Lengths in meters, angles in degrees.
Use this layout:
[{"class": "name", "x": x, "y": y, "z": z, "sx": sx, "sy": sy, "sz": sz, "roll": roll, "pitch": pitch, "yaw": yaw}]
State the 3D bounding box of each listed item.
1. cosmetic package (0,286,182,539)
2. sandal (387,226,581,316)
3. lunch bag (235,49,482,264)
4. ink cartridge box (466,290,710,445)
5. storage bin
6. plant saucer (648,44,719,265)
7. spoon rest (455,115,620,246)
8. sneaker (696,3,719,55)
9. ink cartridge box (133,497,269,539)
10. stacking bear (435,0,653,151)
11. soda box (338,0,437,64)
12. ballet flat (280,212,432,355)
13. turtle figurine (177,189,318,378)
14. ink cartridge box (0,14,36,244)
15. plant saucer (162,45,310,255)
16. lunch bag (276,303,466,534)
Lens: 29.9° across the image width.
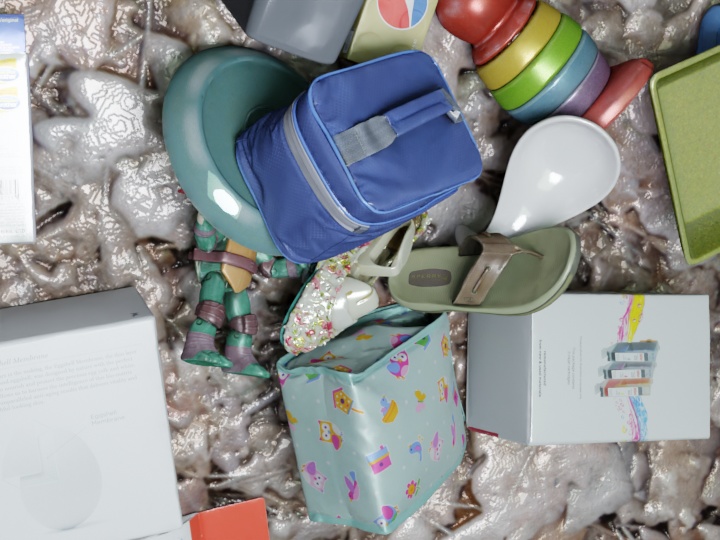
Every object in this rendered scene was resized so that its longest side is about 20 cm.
[{"class": "cosmetic package", "x": -0.276, "y": 0.136, "z": 1.196, "sx": 0.198, "sy": 0.123, "sz": 0.201, "roll": -9, "pitch": 107, "yaw": -16}, {"class": "sandal", "x": 0.107, "y": 0.001, "z": 1.242, "sx": 0.057, "sy": 0.200, "sz": 0.080, "roll": 37, "pitch": 51, "yaw": -51}, {"class": "lunch bag", "x": 0.012, "y": -0.103, "z": 1.158, "sx": 0.200, "sy": 0.132, "sz": 0.136, "roll": -27, "pitch": 90, "yaw": -45}, {"class": "ink cartridge box", "x": 0.224, "y": 0.093, "z": 1.331, "sx": 0.199, "sy": 0.145, "sz": 0.145, "roll": 2, "pitch": 88, "yaw": -20}, {"class": "storage bin", "x": -0.044, "y": -0.263, "z": 1.150, "sx": 0.145, "sy": 0.200, "sz": 0.135, "roll": 16, "pitch": 109, "yaw": -21}, {"class": "plant saucer", "x": 0.368, "y": -0.135, "z": 1.317, "sx": 0.199, "sy": 0.048, "sz": 0.201, "roll": -25, "pitch": 115, "yaw": -16}, {"class": "spoon rest", "x": 0.161, "y": -0.069, "z": 1.269, "sx": 0.099, "sy": 0.061, "sz": 0.200, "roll": 34, "pitch": 130, "yaw": -13}, {"class": "sneaker", "x": 0.361, "y": -0.166, "z": 1.366, "sx": 0.078, "sy": 0.066, "sz": 0.201, "roll": -18, "pitch": 110, "yaw": -25}, {"class": "ink cartridge box", "x": -0.177, "y": 0.322, "z": 1.317, "sx": 0.199, "sy": 0.057, "sz": 0.163, "roll": -9, "pitch": 106, "yaw": -12}, {"class": "stacking bear", "x": 0.155, "y": -0.212, "z": 1.272, "sx": 0.200, "sy": 0.121, "sz": 0.114, "roll": 40, "pitch": 81, "yaw": -13}, {"class": "soda box", "x": 0.040, "y": -0.280, "z": 1.235, "sx": 0.067, "sy": 0.064, "sz": 0.201, "roll": 17, "pitch": 98, "yaw": -21}, {"class": "ballet flat", "x": 0.000, "y": 0.000, "z": 1.249, "sx": 0.200, "sy": 0.064, "sz": 0.076, "roll": -56, "pitch": 150, "yaw": -25}, {"class": "turtle figurine", "x": -0.108, "y": -0.008, "z": 1.232, "sx": 0.149, "sy": 0.100, "sz": 0.201, "roll": 15, "pitch": 79, "yaw": -39}, {"class": "ink cartridge box", "x": -0.343, "y": -0.120, "z": 1.156, "sx": 0.119, "sy": 0.042, "sz": 0.201, "roll": -4, "pitch": 107, "yaw": -18}, {"class": "plant saucer", "x": -0.083, "y": -0.112, "z": 1.189, "sx": 0.200, "sy": 0.027, "sz": 0.201, "roll": 19, "pitch": 58, "yaw": -35}, {"class": "lunch bag", "x": 0.027, "y": 0.131, "z": 1.297, "sx": 0.200, "sy": 0.122, "sz": 0.171, "roll": -30, "pitch": 114, "yaw": -47}]
